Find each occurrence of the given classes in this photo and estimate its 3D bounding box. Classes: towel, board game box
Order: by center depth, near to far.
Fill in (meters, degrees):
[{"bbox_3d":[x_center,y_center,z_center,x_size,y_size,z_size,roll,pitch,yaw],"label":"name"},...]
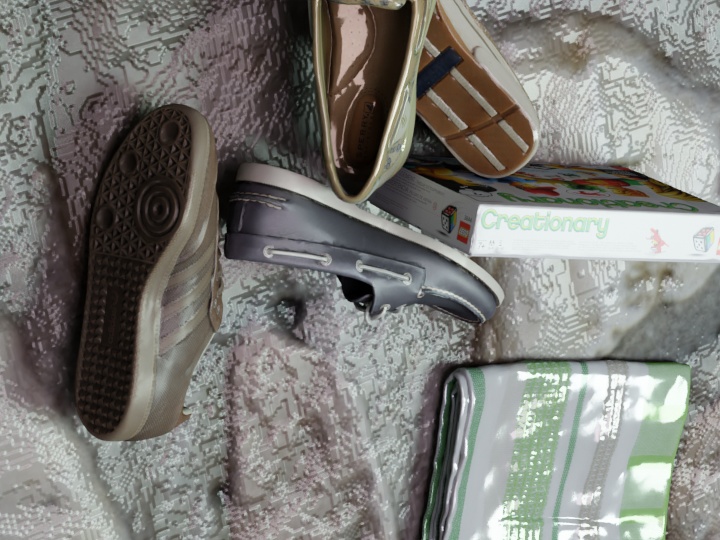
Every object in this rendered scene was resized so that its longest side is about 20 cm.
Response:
[{"bbox_3d":[0.120,-0.038,1.303,0.199,0.126,0.035,1,106,-31],"label":"board game box"},{"bbox_3d":[0.137,0.134,1.429,0.199,0.031,0.150,0,107,-30],"label":"towel"}]

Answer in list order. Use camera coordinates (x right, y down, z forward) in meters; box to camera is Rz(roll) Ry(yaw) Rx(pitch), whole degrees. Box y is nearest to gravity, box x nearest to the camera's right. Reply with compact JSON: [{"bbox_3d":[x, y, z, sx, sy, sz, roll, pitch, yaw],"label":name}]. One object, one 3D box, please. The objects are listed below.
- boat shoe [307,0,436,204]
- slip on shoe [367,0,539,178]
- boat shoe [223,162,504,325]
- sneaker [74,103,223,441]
[{"bbox_3d":[0.007,-0.139,1.200,0.073,0.063,0.201,2,110,7],"label":"boat shoe"},{"bbox_3d":[0.038,-0.145,1.264,0.076,0.061,0.200,-38,107,18],"label":"slip on shoe"},{"bbox_3d":[0.000,0.000,1.271,0.200,0.073,0.063,26,76,-31],"label":"boat shoe"},{"bbox_3d":[-0.115,0.001,1.228,0.075,0.070,0.201,2,106,-54],"label":"sneaker"}]
